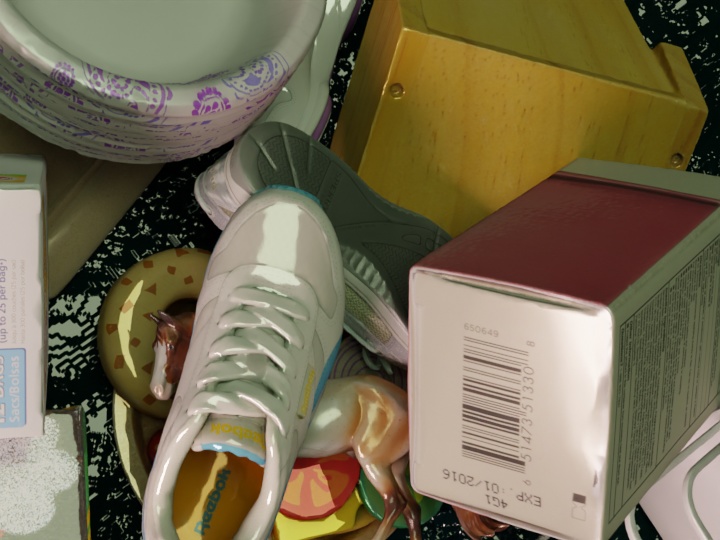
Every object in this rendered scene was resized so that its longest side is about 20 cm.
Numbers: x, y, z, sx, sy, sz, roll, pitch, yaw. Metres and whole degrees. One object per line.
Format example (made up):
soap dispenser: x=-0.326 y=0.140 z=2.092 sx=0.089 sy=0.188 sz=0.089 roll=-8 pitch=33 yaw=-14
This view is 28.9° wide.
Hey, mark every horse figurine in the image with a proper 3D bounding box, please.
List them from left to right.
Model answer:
horse figurine: x=-0.021 y=0.098 z=0.745 sx=0.198 sy=0.050 sz=0.134 roll=7 pitch=78 yaw=-10

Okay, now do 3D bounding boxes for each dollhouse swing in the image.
dollhouse swing: x=0.081 y=-0.107 z=0.880 sx=0.198 sy=0.176 sz=0.183 roll=10 pitch=112 yaw=-19

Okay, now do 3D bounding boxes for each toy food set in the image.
toy food set: x=-0.043 y=0.073 z=0.797 sx=0.196 sy=0.049 sz=0.202 roll=-11 pitch=78 yaw=-18

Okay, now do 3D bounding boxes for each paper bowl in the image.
paper bowl: x=-0.124 y=-0.150 z=0.734 sx=0.199 sy=0.104 sz=0.202 roll=10 pitch=63 yaw=-21

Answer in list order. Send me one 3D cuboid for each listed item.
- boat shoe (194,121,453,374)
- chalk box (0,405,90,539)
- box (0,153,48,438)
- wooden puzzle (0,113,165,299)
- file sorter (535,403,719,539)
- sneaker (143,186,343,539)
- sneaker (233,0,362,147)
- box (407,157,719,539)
boat shoe: x=-0.001 y=0.001 z=0.770 sx=0.201 sy=0.065 sz=0.075 roll=37 pitch=53 yaw=-20
chalk box: x=-0.197 y=0.176 z=0.687 sx=0.124 sy=0.124 sz=0.202 roll=0 pitch=76 yaw=-16
box: x=-0.201 y=0.005 z=0.666 sx=0.100 sy=0.200 sz=0.114 roll=0 pitch=97 yaw=-12
wooden puzzle: x=-0.205 y=-0.109 z=0.813 sx=0.200 sy=0.037 sz=0.186 roll=39 pitch=68 yaw=-7
file sorter: x=0.206 y=0.155 z=0.750 sx=0.124 sy=0.200 sz=0.139 roll=-30 pitch=84 yaw=-36
sneaker: x=-0.052 y=0.057 z=0.671 sx=0.076 sy=0.081 sz=0.202 roll=14 pitch=84 yaw=-5
sneaker: x=-0.061 y=-0.127 z=0.834 sx=0.099 sy=0.075 sz=0.201 roll=22 pitch=61 yaw=-15
box: x=0.119 y=0.032 z=0.733 sx=0.200 sy=0.108 sz=0.129 roll=-31 pitch=126 yaw=-52
